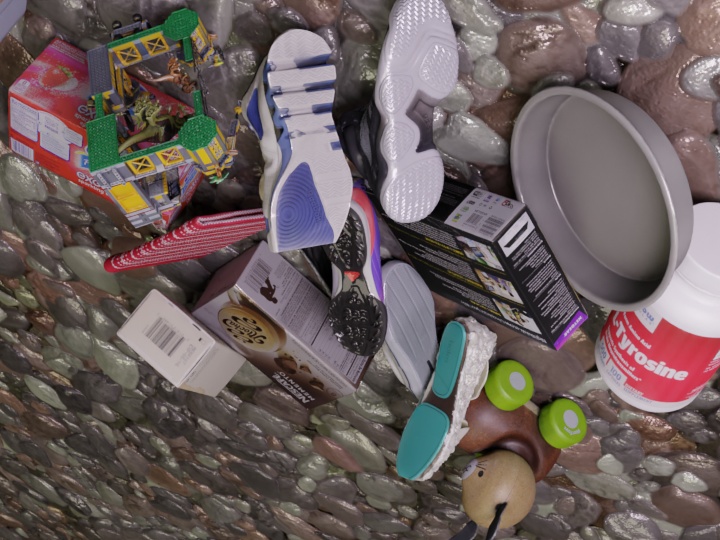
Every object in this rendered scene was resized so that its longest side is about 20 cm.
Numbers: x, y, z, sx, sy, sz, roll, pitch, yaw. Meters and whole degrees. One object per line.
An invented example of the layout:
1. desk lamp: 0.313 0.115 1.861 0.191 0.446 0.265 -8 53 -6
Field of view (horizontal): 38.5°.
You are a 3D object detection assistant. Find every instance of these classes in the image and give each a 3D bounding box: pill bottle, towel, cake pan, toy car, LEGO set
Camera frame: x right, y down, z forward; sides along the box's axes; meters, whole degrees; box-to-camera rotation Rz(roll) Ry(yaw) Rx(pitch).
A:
1. pill bottle: 0.295 0.035 0.945 0.111 0.113 0.201 21 143 8
2. towel: -0.183 -0.038 1.158 0.199 0.144 0.023 -20 85 45
3. cake pan: 0.203 -0.064 0.873 0.200 0.036 0.202 47 151 36
4. toy car: 0.147 0.236 1.203 0.157 0.201 0.164 35 143 -10
5. LEGO set: -0.182 -0.136 0.982 0.153 0.201 0.116 -24 149 2

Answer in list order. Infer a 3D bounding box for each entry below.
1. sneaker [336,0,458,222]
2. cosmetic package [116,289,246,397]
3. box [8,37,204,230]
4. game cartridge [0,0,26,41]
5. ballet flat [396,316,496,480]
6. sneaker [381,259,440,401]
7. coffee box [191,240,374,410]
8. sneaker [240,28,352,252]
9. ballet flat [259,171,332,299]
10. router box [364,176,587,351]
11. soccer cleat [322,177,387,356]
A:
1. sneaker: 0.026 -0.152 0.920 0.114 0.075 0.202 37 130 55
2. cosmetic package: -0.216 0.094 1.282 0.103 0.073 0.200 39 174 11
3. box: -0.264 -0.144 1.099 0.199 0.096 0.100 27 144 1
4. game cartridge: -0.358 -0.286 0.958 0.041 0.134 0.201 23 144 6
5. ballet flat: 0.105 0.150 1.161 0.071 0.072 0.202 22 100 7
6. sneaker: 0.047 0.072 1.183 0.071 0.073 0.201 22 139 47
7. coffee box: -0.090 0.071 1.257 0.200 0.080 0.113 42 141 -18
8. sneaker: -0.064 -0.123 0.978 0.115 0.080 0.202 -155 61 -69
9. ballet flat: -0.042 -0.035 1.110 0.066 0.057 0.200 -28 126 14
10. router box: 0.106 -0.018 0.981 0.199 0.051 0.150 27 158 52
11. soccer cleat: 0.000 0.000 1.091 0.068 0.073 0.202 5 125 21
